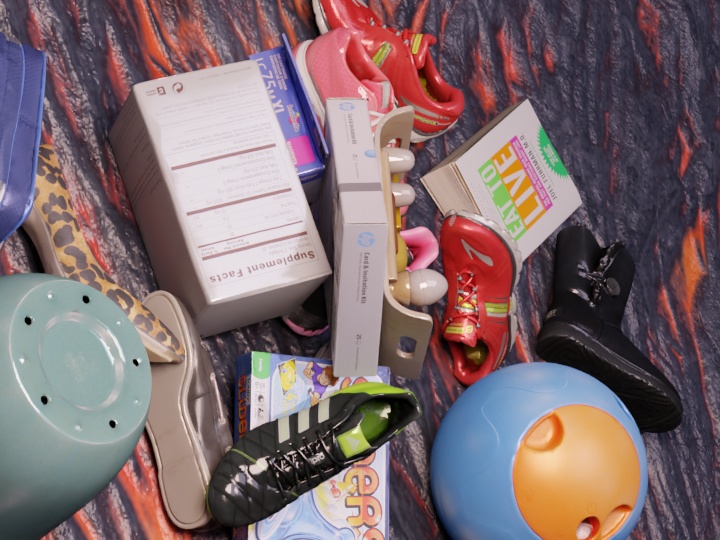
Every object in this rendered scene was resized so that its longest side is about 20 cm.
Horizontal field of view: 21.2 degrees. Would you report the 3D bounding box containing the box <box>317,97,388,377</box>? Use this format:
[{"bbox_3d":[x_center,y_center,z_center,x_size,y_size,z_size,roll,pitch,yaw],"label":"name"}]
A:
[{"bbox_3d":[-0.009,-0.030,1.646,0.041,0.156,0.200,-1,35,-7],"label":"box"}]

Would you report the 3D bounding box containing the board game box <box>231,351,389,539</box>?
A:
[{"bbox_3d":[-0.041,0.175,1.624,0.135,0.034,0.201,7,74,-28],"label":"board game box"}]

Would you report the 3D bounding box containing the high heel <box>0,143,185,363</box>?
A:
[{"bbox_3d":[-0.212,-0.016,1.563,0.199,0.071,0.143,29,53,-13],"label":"high heel"}]

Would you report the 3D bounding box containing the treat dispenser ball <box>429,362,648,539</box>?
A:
[{"bbox_3d":[0.163,0.185,1.768,0.200,0.201,0.202,26,51,-36],"label":"treat dispenser ball"}]

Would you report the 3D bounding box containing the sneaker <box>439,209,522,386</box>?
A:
[{"bbox_3d":[0.110,0.031,1.846,0.085,0.077,0.201,-57,147,-41],"label":"sneaker"}]

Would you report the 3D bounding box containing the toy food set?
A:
[{"bbox_3d":[0.040,-0.022,1.681,0.060,0.144,0.201,-1,67,-4],"label":"toy food set"}]

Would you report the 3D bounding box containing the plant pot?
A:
[{"bbox_3d":[-0.248,0.093,1.406,0.200,0.161,0.201,26,50,-36],"label":"plant pot"}]

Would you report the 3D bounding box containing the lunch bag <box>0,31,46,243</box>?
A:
[{"bbox_3d":[-0.315,-0.094,1.465,0.132,0.136,0.201,24,52,-36],"label":"lunch bag"}]

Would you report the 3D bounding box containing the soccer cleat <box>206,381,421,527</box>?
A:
[{"bbox_3d":[-0.038,0.144,1.560,0.200,0.081,0.068,-30,103,-33],"label":"soccer cleat"}]

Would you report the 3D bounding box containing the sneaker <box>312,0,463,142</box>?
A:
[{"bbox_3d":[0.033,-0.226,1.951,0.200,0.085,0.077,49,40,-15],"label":"sneaker"}]

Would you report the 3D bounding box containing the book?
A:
[{"bbox_3d":[0.157,-0.086,2.051,0.134,0.048,0.200,59,37,-8],"label":"book"}]

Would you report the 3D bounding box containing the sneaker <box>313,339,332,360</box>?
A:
[{"bbox_3d":[-0.026,0.115,1.704,0.073,0.071,0.200,46,41,-18],"label":"sneaker"}]

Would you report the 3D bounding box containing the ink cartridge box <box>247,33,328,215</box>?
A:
[{"bbox_3d":[-0.070,-0.120,1.717,0.042,0.200,0.120,-16,77,-12],"label":"ink cartridge box"}]

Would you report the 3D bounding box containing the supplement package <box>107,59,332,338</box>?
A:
[{"bbox_3d":[-0.122,-0.058,1.641,0.117,0.117,0.201,-15,78,-24],"label":"supplement package"}]

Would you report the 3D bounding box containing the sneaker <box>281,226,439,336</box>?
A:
[{"bbox_3d":[0.000,0.000,1.785,0.200,0.095,0.079,-23,87,-50],"label":"sneaker"}]

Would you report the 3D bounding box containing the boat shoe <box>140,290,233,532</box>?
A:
[{"bbox_3d":[-0.144,0.117,1.588,0.057,0.067,0.201,13,62,-61],"label":"boat shoe"}]

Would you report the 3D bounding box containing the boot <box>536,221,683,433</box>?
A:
[{"bbox_3d":[0.279,0.058,2.065,0.200,0.076,0.169,35,49,-20],"label":"boot"}]

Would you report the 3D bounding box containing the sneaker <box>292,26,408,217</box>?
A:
[{"bbox_3d":[0.002,-0.145,1.879,0.074,0.087,0.201,-24,86,-50],"label":"sneaker"}]
